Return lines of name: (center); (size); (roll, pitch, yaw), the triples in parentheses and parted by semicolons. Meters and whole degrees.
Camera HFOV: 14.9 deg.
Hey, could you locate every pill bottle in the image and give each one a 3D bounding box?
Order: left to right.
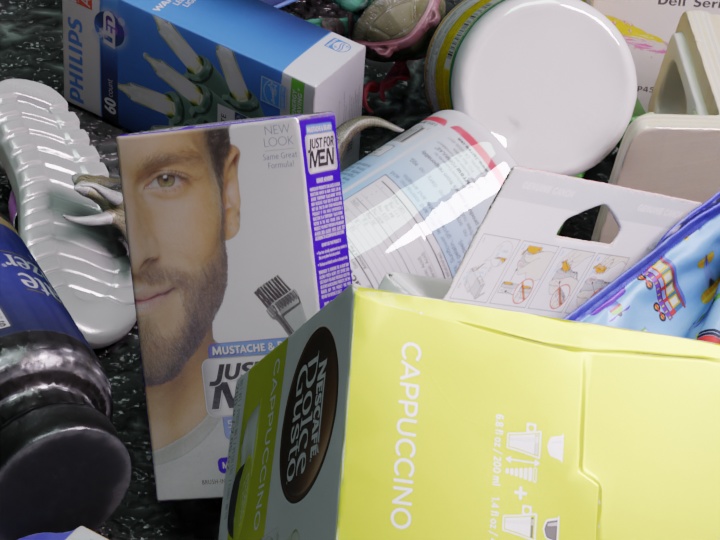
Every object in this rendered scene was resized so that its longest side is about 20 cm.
pill bottle: (-0.203, 0.058, 1.510); (0.111, 0.112, 0.200); (-15, 43, -23)
pill bottle: (0.000, 0.000, 1.591); (0.199, 0.109, 0.109); (-32, 50, -18)
pill bottle: (0.099, -0.120, 1.716); (0.112, 0.114, 0.200); (0, 8, -7)

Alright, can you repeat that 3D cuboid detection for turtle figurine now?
turtle figurine: (0.011, -0.185, 1.767); (0.150, 0.200, 0.101); (-43, 67, -3)

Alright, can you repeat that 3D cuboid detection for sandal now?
sandal: (-0.182, -0.028, 1.672); (0.082, 0.050, 0.203); (6, 49, -31)

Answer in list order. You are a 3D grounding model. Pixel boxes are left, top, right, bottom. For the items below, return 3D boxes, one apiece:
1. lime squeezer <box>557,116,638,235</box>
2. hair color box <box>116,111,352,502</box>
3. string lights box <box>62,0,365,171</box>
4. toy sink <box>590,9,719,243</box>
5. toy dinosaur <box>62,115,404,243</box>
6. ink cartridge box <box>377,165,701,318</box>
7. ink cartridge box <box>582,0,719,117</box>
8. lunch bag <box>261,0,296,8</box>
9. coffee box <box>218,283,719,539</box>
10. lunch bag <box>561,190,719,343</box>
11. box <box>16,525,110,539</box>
lime squeezer: (0.176, -0.072, 1.775); (0.199, 0.038, 0.071); (-22, 46, -30)
hair color box: (-0.062, 0.020, 1.483); (0.109, 0.201, 0.065); (-5, 3, 20)
string lights box: (-0.095, -0.126, 1.759); (0.199, 0.103, 0.059); (25, 44, 24)
toy sink: (0.237, -0.078, 1.693); (0.199, 0.131, 0.112); (0, 47, -12)
toy dinosaur: (-0.069, -0.041, 1.645); (0.199, 0.077, 0.102); (-6, 19, 7)
ink cartridge box: (0.081, 0.021, 1.472); (0.043, 0.174, 0.200); (36, 16, 33)
ink cartridge box: (0.202, -0.180, 1.781); (0.116, 0.201, 0.068); (3, 38, -2)
lunch bag: (-0.092, -0.237, 1.880); (0.199, 0.133, 0.136); (-24, 31, -30)
coffee box: (0.051, 0.137, 1.283); (0.199, 0.198, 0.201); (10, 72, -16)
lunch bag: (0.189, 0.043, 1.525); (0.094, 0.151, 0.200); (24, 47, 22)
box: (-0.117, 0.206, 1.394); (0.199, 0.042, 0.119); (23, 42, 25)
